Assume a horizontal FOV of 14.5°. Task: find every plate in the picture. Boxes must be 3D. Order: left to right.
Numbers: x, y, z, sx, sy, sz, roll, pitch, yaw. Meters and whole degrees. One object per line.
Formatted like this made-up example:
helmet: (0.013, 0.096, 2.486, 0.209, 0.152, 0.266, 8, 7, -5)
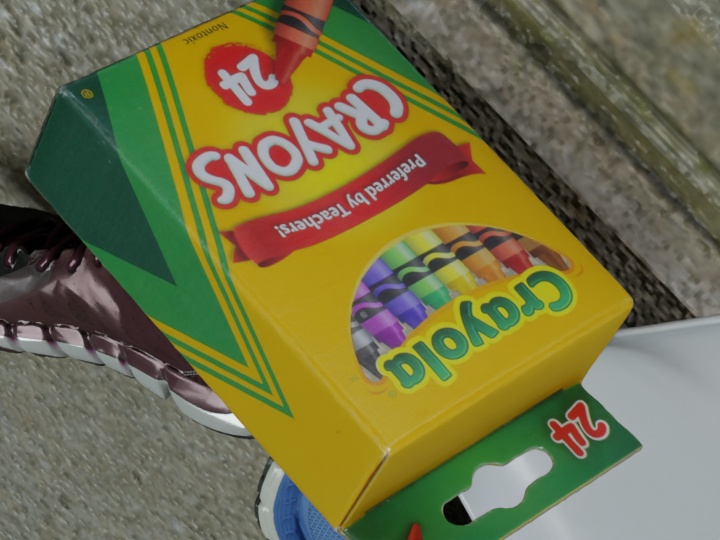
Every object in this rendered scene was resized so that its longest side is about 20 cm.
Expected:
plate: (0.124, 0.096, 1.021, 0.199, 0.032, 0.200, -8, 118, 48)

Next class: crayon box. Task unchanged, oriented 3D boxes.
crayon box: (0.000, 0.000, 0.946, 0.200, 0.127, 0.051, 47, 139, 16)

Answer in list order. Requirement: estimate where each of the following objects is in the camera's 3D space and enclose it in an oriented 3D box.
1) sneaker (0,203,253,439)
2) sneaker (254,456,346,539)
sneaker: (-0.098, -0.019, 1.118, 0.199, 0.076, 0.116, 19, 132, 19)
sneaker: (0.019, 0.109, 1.117, 0.089, 0.079, 0.200, 19, 145, 26)
